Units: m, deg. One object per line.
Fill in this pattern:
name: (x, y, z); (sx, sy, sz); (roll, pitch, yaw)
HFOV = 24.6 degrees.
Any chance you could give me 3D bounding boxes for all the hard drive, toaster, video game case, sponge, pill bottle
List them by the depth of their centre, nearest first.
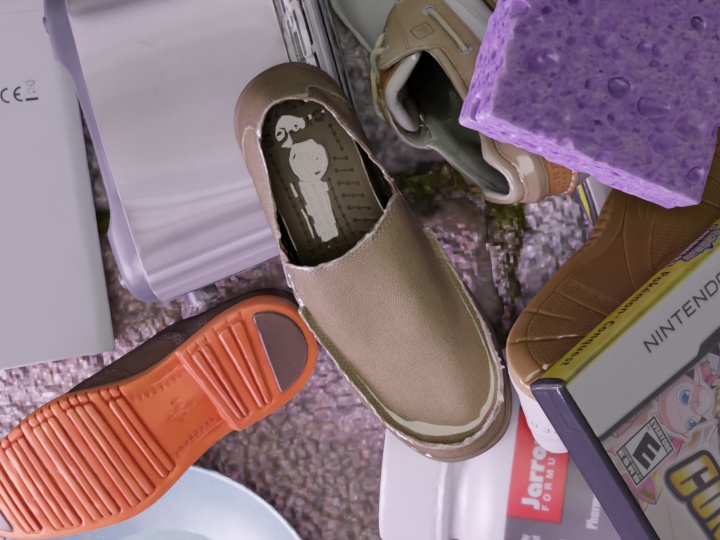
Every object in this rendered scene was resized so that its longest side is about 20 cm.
sponge: (0.120, -0.140, 0.706); (0.111, 0.030, 0.201); (19, 82, -21)
video game case: (0.188, 0.078, 0.718); (0.180, 0.025, 0.201); (-38, 102, -25)
pill bottle: (0.113, 0.098, 0.804); (0.198, 0.114, 0.115); (7, 95, 7)
toaster: (-0.072, -0.089, 0.820); (0.128, 0.114, 0.201); (-16, 94, 5)
hard drive: (-0.207, -0.047, 0.856); (0.131, 0.027, 0.202); (-9, 92, -21)

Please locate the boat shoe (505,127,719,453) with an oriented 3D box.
boat shoe: (0.137, 0.004, 0.765); (0.071, 0.070, 0.200); (33, 62, 29)

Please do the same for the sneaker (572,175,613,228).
sneaker: (0.124, -0.115, 0.798); (0.084, 0.075, 0.201); (-20, 120, -4)

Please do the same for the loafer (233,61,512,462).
loafer: (0.000, 0.000, 0.735); (0.076, 0.067, 0.201); (-33, 91, 8)

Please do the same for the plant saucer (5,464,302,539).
plant saucer: (-0.105, 0.201, 0.872); (0.199, 0.039, 0.203); (-1, 84, 9)

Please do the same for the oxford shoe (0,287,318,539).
oxford shoe: (-0.110, 0.074, 0.853); (0.199, 0.073, 0.072); (-28, 104, 3)

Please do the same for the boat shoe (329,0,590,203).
boat shoe: (0.037, -0.099, 0.777); (0.068, 0.075, 0.200); (-31, 45, -20)
